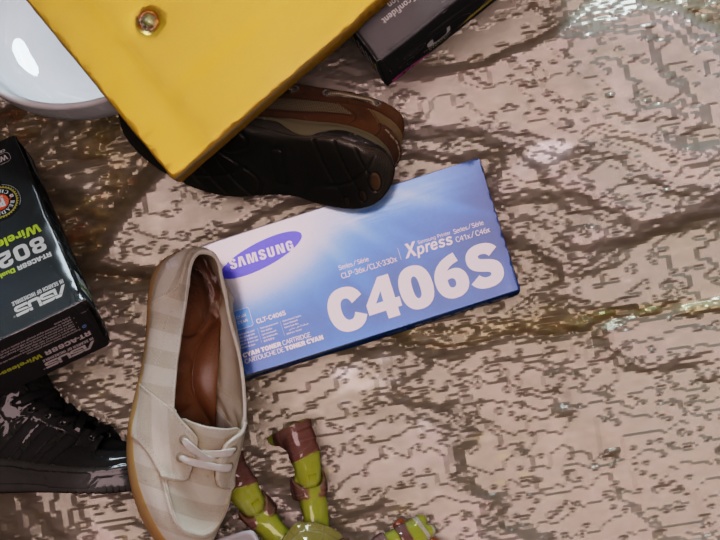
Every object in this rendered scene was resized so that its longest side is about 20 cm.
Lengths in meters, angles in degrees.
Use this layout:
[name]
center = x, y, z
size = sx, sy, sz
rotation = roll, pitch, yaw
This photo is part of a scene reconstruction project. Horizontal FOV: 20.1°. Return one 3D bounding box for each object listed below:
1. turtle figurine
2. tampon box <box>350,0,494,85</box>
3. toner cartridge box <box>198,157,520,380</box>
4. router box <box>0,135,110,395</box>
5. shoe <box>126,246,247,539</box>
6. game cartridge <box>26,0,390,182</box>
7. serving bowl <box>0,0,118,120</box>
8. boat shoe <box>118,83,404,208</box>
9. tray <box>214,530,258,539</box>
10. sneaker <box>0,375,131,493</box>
[turtle figurine]
center = -0.044, 0.192, 1.352
size = 0.199, 0.064, 0.162
rotation = -27, 86, 1
[tampon box]
center = 0.013, -0.251, 1.344
size = 0.150, 0.126, 0.200
rotation = -37, 86, 2
[toner cartridge box]
center = 0.000, 0.000, 1.372
size = 0.199, 0.043, 0.096
rotation = -18, 84, 2
[router box]
center = -0.283, 0.020, 1.329
size = 0.199, 0.062, 0.150
rotation = -26, 58, -5
[shoe]
center = -0.110, 0.082, 1.306
size = 0.070, 0.053, 0.201
rotation = 6, 77, -30
[game cartridge]
center = -0.095, -0.186, 1.277
size = 0.200, 0.032, 0.177
rotation = -40, 86, 2
[serving bowl]
center = -0.175, -0.184, 1.367
size = 0.199, 0.066, 0.201
rotation = -5, 66, 12
[boat shoe]
center = -0.063, -0.095, 1.371
size = 0.199, 0.076, 0.074
rotation = 14, 47, 16
[tray]
center = -0.136, 0.247, 1.348
size = 0.199, 0.022, 0.108
rotation = -19, 86, 22
[sneaker]
center = -0.222, 0.095, 1.357
size = 0.199, 0.060, 0.105
rotation = -2, 87, 14
